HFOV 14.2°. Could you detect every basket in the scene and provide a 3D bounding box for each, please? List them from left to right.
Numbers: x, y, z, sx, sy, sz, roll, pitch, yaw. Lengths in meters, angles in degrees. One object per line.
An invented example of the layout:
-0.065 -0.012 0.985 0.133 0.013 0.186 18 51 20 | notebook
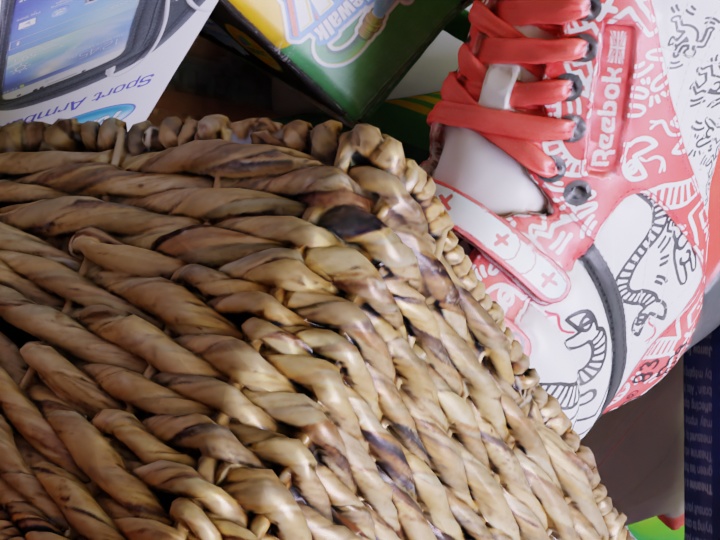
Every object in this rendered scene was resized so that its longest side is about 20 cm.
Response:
-0.037 0.080 0.655 0.200 0.143 0.149 57 44 -46 | basket

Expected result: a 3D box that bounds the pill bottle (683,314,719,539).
0.145 0.060 0.799 0.111 0.111 0.200 0 90 -55 | pill bottle

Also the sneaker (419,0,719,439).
0.044 -0.036 0.694 0.108 0.067 0.202 -38 141 -34 | sneaker

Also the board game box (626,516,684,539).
0.100 0.046 0.980 0.105 0.103 0.200 85 15 -77 | board game box

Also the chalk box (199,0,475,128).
-0.020 -0.128 0.745 0.200 0.125 0.124 41 87 -32 | chalk box

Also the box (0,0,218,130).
-0.085 -0.061 0.619 0.119 0.200 0.042 -20 77 -28 | box

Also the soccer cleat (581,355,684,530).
0.026 0.065 0.848 0.200 0.069 0.078 -25 118 -37 | soccer cleat

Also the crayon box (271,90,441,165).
0.000 0.000 0.819 0.200 0.126 0.052 -12 70 -47 | crayon box

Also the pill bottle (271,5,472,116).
0.022 -0.147 0.883 0.114 0.114 0.200 -1 91 -55 | pill bottle
